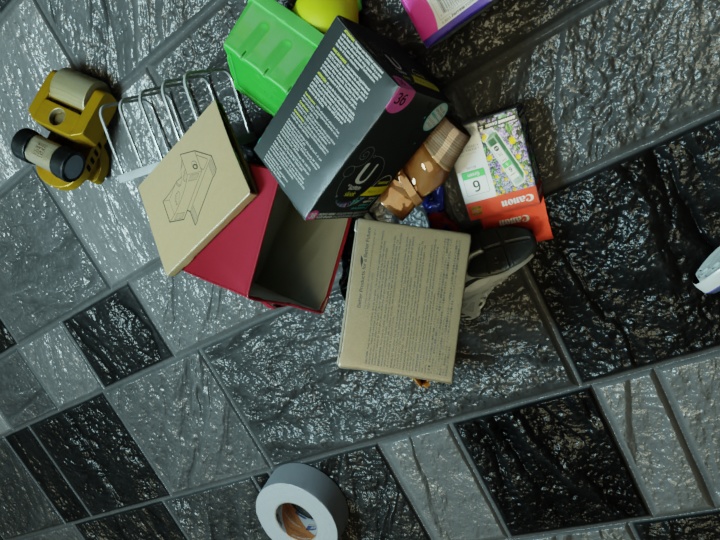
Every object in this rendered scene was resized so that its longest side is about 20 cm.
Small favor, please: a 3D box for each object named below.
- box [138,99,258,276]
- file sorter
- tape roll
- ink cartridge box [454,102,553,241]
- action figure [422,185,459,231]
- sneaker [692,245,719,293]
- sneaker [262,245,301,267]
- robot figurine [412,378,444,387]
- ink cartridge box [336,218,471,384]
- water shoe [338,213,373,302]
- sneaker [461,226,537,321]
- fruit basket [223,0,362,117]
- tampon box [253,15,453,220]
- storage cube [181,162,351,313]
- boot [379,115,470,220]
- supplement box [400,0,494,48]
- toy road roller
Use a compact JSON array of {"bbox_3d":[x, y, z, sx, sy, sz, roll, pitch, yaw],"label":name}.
[{"bbox_3d":[-0.241,-0.117,0.869,0.199,0.021,0.166,-38,66,27],"label":"box"},{"bbox_3d":[-0.300,-0.238,0.981,0.195,0.139,0.128,-9,106,26],"label":"file sorter"},{"bbox_3d":[-0.125,0.517,1.292,0.195,0.066,0.206,9,116,20],"label":"tape roll"},{"bbox_3d":[0.202,-0.122,0.865,0.106,0.050,0.205,-11,107,28],"label":"ink cartridge box"},{"bbox_3d":[0.101,-0.095,0.898,0.064,0.099,0.205,-8,112,27],"label":"action figure"},{"bbox_3d":[0.548,0.002,0.753,0.147,0.080,0.200,46,117,2],"label":"sneaker"},{"bbox_3d":[-0.122,-0.012,1.056,0.197,0.075,0.081,-29,121,29],"label":"sneaker"},{"bbox_3d":[0.074,0.102,0.968,0.057,0.145,0.203,-30,118,-13],"label":"robot figurine"},{"bbox_3d":[0.061,0.042,0.839,0.160,0.075,0.206,8,89,4],"label":"ink cartridge box"},{"bbox_3d":[0.000,0.000,0.992,0.070,0.079,0.205,0,113,23],"label":"water shoe"},{"bbox_3d":[0.187,0.009,0.921,0.197,0.077,0.115,-26,143,22],"label":"sneaker"},{"bbox_3d":[-0.069,-0.320,0.860,0.212,0.219,0.156,26,160,10],"label":"fruit basket"},{"bbox_3d":[-0.009,-0.182,0.764,0.127,0.148,0.201,51,120,17],"label":"tampon box"},{"bbox_3d":[-0.142,-0.055,0.909,0.177,0.169,0.206,16,90,38],"label":"storage cube"},{"bbox_3d":[0.045,-0.188,0.855,0.156,0.073,0.201,-50,63,26],"label":"boot"},{"bbox_3d":[0.085,-0.405,0.757,0.100,0.104,0.203,-25,103,31],"label":"supplement box"},{"bbox_3d":[-0.519,-0.246,1.100,0.120,0.146,0.204,23,83,12],"label":"toy road roller"}]
